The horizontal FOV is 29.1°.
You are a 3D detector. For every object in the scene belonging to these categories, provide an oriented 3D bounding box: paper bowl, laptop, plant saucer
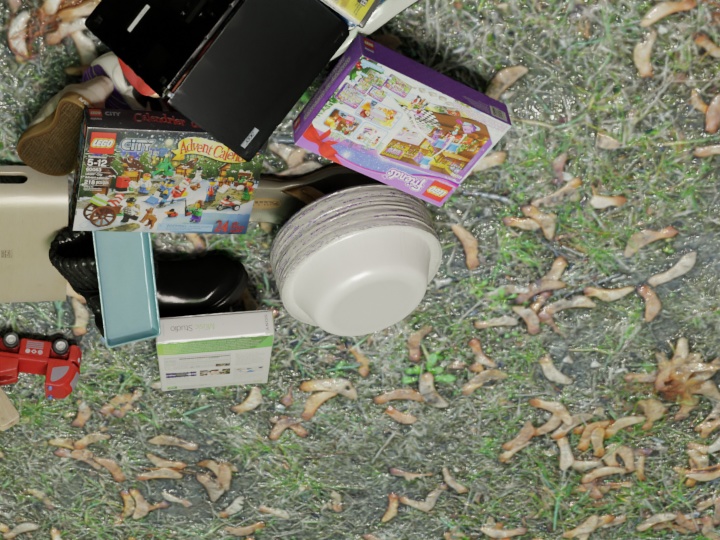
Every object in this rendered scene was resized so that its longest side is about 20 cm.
[{"bbox_3d":[0.000,0.000,1.620,0.198,0.105,0.202,-15,148,-10],"label":"paper bowl"},{"bbox_3d":[-0.146,-0.249,1.418,0.178,0.200,0.103,-50,162,6],"label":"laptop"},{"bbox_3d":[-0.270,-0.016,1.576,0.069,0.019,0.203,-13,108,-28],"label":"plant saucer"}]

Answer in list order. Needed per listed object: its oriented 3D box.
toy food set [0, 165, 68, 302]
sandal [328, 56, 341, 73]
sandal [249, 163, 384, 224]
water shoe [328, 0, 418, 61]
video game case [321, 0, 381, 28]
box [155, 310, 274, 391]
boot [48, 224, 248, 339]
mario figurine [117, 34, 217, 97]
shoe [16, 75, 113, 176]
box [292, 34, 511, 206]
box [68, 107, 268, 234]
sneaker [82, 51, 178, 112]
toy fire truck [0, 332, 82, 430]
[{"bbox_3d":[-0.425,-0.040,1.667,0.141,0.061,0.202,-1,133,-14],"label":"toy food set"},{"bbox_3d":[0.043,-0.175,1.546,0.199,0.048,0.075,34,124,-26],"label":"sandal"},{"bbox_3d":[-0.063,-0.078,1.625,0.197,0.055,0.083,-1,131,1],"label":"sandal"},{"bbox_3d":[0.001,-0.290,1.447,0.199,0.072,0.079,-32,102,21],"label":"water shoe"},{"bbox_3d":[-0.015,-0.369,1.340,0.180,0.026,0.201,31,97,-24],"label":"video game case"},{"bbox_3d":[-0.182,0.102,1.727,0.142,0.037,0.200,-4,160,-8],"label":"box"},{"bbox_3d":[-0.250,-0.003,1.654,0.208,0.080,0.159,-18,134,2],"label":"boot"},{"bbox_3d":[-0.170,-0.229,1.500,0.198,0.106,0.125,16,94,-27],"label":"mario figurine"},{"bbox_3d":[-0.324,-0.159,1.536,0.070,0.054,0.199,37,148,-18],"label":"shoe"},{"bbox_3d":[0.044,-0.158,1.493,0.198,0.039,0.137,21,129,-28],"label":"box"},{"bbox_3d":[-0.208,-0.105,1.500,0.197,0.038,0.138,0,131,-21],"label":"box"},{"bbox_3d":[-0.238,-0.159,1.558,0.083,0.081,0.201,-13,122,32],"label":"sneaker"},{"bbox_3d":[-0.462,0.151,1.763,0.197,0.143,0.049,9,151,-7],"label":"toy fire truck"}]
